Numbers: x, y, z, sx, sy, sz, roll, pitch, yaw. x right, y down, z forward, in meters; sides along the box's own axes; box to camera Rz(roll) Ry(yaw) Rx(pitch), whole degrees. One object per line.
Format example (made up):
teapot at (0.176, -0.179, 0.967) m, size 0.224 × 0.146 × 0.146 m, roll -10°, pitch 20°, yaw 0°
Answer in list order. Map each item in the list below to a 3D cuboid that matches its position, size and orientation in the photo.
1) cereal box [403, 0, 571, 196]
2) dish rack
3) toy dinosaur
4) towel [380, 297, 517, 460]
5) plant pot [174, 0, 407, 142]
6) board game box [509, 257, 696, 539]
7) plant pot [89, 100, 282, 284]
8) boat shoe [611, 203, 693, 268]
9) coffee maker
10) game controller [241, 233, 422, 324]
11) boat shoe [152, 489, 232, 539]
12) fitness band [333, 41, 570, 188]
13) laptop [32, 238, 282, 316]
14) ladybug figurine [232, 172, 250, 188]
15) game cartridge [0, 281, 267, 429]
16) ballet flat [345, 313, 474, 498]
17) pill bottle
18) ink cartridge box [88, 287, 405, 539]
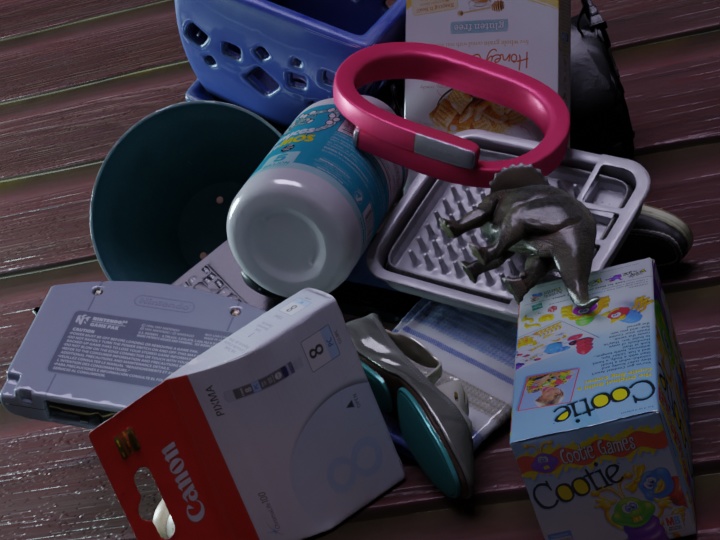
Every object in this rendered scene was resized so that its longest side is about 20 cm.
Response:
cereal box at (0.108, -0.158, 1.622) m, size 0.143 × 0.202 × 0.039 m, roll -1°, pitch -2°, yaw 25°
dish rack at (0.121, -0.029, 1.524) m, size 0.199 × 0.044 × 0.172 m, roll 15°, pitch 58°, yaw 32°
toy dinosaur at (0.126, -0.031, 1.395) m, size 0.102 × 0.077 × 0.200 m, roll -37°, pitch 23°, yaw -12°
towel at (0.082, 0.071, 1.488) m, size 0.146 × 0.024 × 0.200 m, roll 24°, pitch 55°, yaw 39°
plant pot at (-0.047, -0.219, 1.748) m, size 0.199 × 0.181 × 0.200 m, roll 23°, pitch 46°, yaw 13°
board game box at (0.170, 0.094, 1.325) m, size 0.104 × 0.104 × 0.200 m, roll -14°, pitch 27°, yaw 15°
plant pot at (-0.134, -0.043, 1.736) m, size 0.199 × 0.202 × 0.135 m, roll -18°, pitch -9°, yaw 5°
boat shoe at (0.176, -0.014, 1.572) m, size 0.199 × 0.073 × 0.065 m, roll 0°, pitch 49°, yaw 30°
coffee maker at (0.132, -0.151, 1.714) m, size 0.199 × 0.193 × 0.135 m, roll -21°, pitch 43°, yaw 3°
game controller at (0.000, 0.000, 1.600) m, size 0.198 × 0.042 × 0.105 m, roll 12°, pitch 43°, yaw 0°
boat shoe at (-0.087, 0.136, 1.467) m, size 0.065 × 0.072 × 0.200 m, roll 4°, pitch 41°, yaw 37°
fitness band at (0.073, -0.128, 1.542) m, size 0.199 × 0.038 × 0.144 m, roll 22°, pitch 39°, yaw 19°
laptop at (-0.131, 0.047, 1.555) m, size 0.200 × 0.104 × 0.177 m, roll -39°, pitch 56°, yaw -13°
ladybug figurine at (-0.044, -0.132, 1.855) m, size 0.199 × 0.136 × 0.072 m, roll -16°, pitch -21°, yaw -32°
game cartridge at (-0.163, 0.068, 1.467) m, size 0.198 × 0.041 × 0.134 m, roll 8°, pitch 50°, yaw 14°
ballet flat at (0.044, 0.092, 1.411) m, size 0.063 × 0.068 × 0.200 m, roll -24°, pitch 41°, yaw -21°
pill bottle at (-0.027, -0.070, 1.566) m, size 0.110 × 0.111 × 0.200 m, roll -7°, pitch 27°, yaw 25°
ink cartridge box at (-0.077, 0.131, 1.365) m, size 0.199 × 0.161 × 0.047 m, roll -33°, pitch 28°, yaw -24°
